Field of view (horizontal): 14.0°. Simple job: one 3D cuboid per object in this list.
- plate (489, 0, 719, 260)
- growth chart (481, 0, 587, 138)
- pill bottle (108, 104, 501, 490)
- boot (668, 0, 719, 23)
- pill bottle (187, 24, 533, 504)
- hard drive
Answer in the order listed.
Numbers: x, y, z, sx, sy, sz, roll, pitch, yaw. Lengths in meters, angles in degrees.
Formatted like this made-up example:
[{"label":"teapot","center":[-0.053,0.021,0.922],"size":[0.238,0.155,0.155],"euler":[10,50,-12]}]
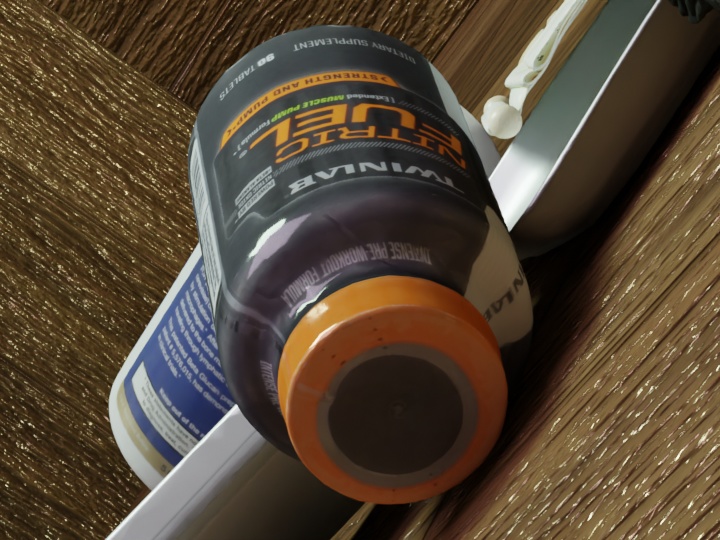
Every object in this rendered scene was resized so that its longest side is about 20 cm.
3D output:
[{"label":"plate","center":[0.103,-0.077,1.119],"size":[0.200,0.032,0.200],"euler":[-56,4,-9]},{"label":"growth chart","center":[0.107,-0.132,1.197],"size":[0.200,0.018,0.145],"euler":[-54,1,14]},{"label":"pill bottle","center":[-0.021,0.012,1.278],"size":[0.200,0.111,0.111],"euler":[-56,2,32]},{"label":"boot","center":[0.144,-0.141,0.926],"size":[0.131,0.068,0.200],"euler":[-45,9,3]},{"label":"pill bottle","center":[0.000,0.000,0.993],"size":[0.106,0.106,0.200],"euler":[-54,21,18]},{"label":"hard drive","center":[-0.076,0.126,1.089],"size":[0.200,0.026,0.132],"euler":[-47,-21,1]}]
